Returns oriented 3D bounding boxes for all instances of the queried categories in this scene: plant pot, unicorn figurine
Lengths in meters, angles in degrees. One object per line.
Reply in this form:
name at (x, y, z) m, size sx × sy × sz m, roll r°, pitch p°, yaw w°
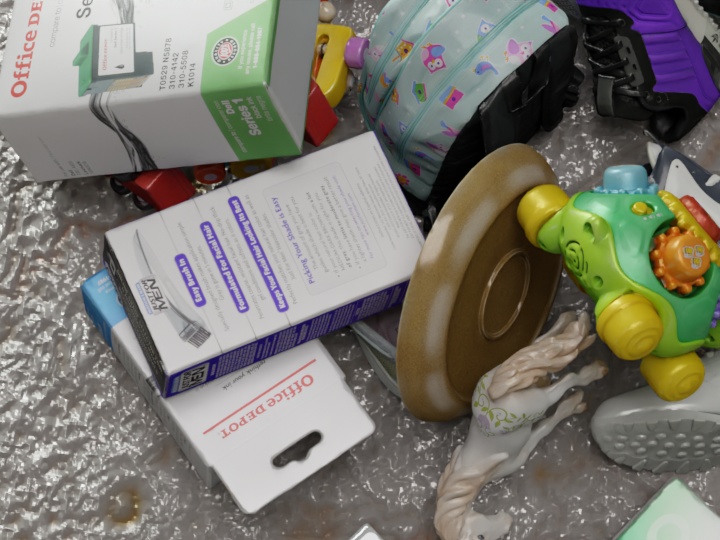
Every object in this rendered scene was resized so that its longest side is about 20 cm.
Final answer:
plant pot at (0.089, 0.013, 1.639) m, size 0.027 × 0.200 × 0.200 m, roll 22°, pitch 71°, yaw 26°
unicorn figurine at (0.103, 0.112, 1.653) m, size 0.074 × 0.200 × 0.137 m, roll 32°, pitch 56°, yaw 33°

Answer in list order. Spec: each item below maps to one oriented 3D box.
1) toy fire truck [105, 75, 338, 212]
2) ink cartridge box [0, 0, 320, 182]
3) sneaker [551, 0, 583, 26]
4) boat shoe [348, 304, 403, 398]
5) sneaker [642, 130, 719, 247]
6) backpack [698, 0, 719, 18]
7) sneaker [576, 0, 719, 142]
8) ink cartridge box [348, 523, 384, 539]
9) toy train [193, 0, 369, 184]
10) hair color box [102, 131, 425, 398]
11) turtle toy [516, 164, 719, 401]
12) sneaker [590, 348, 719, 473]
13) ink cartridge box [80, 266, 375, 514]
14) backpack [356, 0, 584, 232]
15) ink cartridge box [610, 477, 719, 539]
toy fire truck at (-0.130, -0.115, 1.698) m, size 0.200 × 0.049 × 0.141 m, roll 34°, pitch 77°, yaw 32°
ink cartridge box at (-0.137, -0.148, 1.639) m, size 0.200 × 0.084 × 0.146 m, roll -6°, pitch 57°, yaw 17°
sneaker at (0.093, -0.224, 1.786) m, size 0.200 × 0.075 × 0.082 m, roll 32°, pitch 82°, yaw 17°
boat shoe at (-0.001, 0.001, 1.703) m, size 0.074 × 0.065 × 0.202 m, roll -31°, pitch 76°, yaw -13°
sneaker at (0.256, -0.053, 1.731) m, size 0.199 × 0.079 × 0.130 m, roll -24°, pitch 84°, yaw 0°
backpack at (0.338, -0.263, 1.763) m, size 0.176 × 0.153 × 0.200 m, roll 17°, pitch 81°, yaw 2°
sneaker at (0.192, -0.158, 1.719) m, size 0.070 × 0.200 × 0.100 m, roll 23°, pitch 77°, yaw 50°
ink cartridge box at (-0.046, 0.271, 1.576) m, size 0.200 × 0.145 × 0.085 m, roll -41°, pitch 81°, yaw -14°
toy train at (-0.072, -0.147, 1.755) m, size 0.150 × 0.056 × 0.200 m, roll 37°, pitch 81°, yaw 30°
hair color box at (-0.062, -0.004, 1.634) m, size 0.200 × 0.065 × 0.109 m, roll -21°, pitch 75°, yaw -15°
turtle toy at (0.199, 0.004, 1.602) m, size 0.101 × 0.200 × 0.146 m, roll -40°, pitch 53°, yaw 8°
sneaker at (0.255, 0.088, 1.700) m, size 0.200 × 0.076 × 0.081 m, roll -5°, pitch 62°, yaw -10°
ink cartridge box at (-0.091, 0.067, 1.676) m, size 0.116 × 0.067 × 0.200 m, roll -33°, pitch 77°, yaw -14°
backpack at (0.073, -0.133, 1.680) m, size 0.127 × 0.200 × 0.167 m, roll 38°, pitch 75°, yaw 8°
ink cartridge box at (0.230, 0.266, 1.649) m, size 0.200 × 0.050 × 0.161 m, roll 42°, pitch 75°, yaw 11°
